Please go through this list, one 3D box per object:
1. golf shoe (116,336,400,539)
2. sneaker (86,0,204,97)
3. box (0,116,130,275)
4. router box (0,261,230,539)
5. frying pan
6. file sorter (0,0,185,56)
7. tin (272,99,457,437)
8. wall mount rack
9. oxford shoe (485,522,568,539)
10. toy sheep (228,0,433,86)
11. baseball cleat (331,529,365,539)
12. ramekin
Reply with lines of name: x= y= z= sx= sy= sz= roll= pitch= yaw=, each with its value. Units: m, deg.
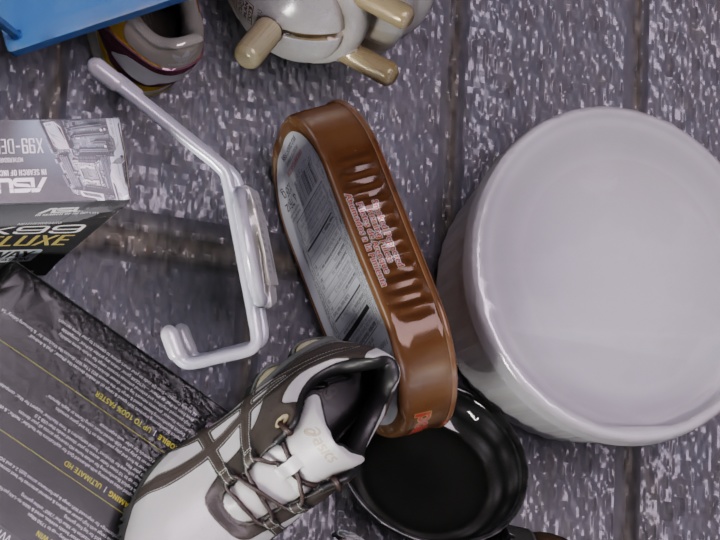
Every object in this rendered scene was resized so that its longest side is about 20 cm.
golf shoe: x=-0.054 y=0.107 z=1.613 sx=0.078 sy=0.094 sz=0.200 roll=45 pitch=65 yaw=-15
sneaker: x=-0.139 y=-0.203 z=1.718 sx=0.075 sy=0.090 sz=0.200 roll=-23 pitch=86 yaw=-27
box: x=-0.241 y=-0.036 z=1.593 sx=0.200 sy=0.158 sz=0.050 roll=-2 pitch=77 yaw=-25
router box: x=-0.154 y=0.113 z=1.647 sx=0.200 sy=0.051 sz=0.149 roll=36 pitch=65 yaw=-13
frying pan: x=0.059 y=0.142 z=1.714 sx=0.115 sy=0.031 sz=0.190 roll=-18 pitch=62 yaw=-29
file sorter: x=-0.165 y=-0.241 z=1.619 sx=0.138 sy=0.123 sz=0.200 roll=-18 pitch=81 yaw=5
tin: x=0.000 y=0.000 z=1.707 sx=0.042 sy=0.112 sz=0.200 roll=-17 pitch=74 yaw=-16
wall mount rack: x=-0.093 y=-0.035 z=1.652 sx=0.074 sy=0.200 sz=0.174 roll=-12 pitch=90 yaw=0
oxford shoe: x=0.111 y=0.248 z=1.717 sx=0.084 sy=0.073 sz=0.200 roll=12 pitch=72 yaw=-22
toy sheep: x=-0.012 y=-0.181 z=1.745 sx=0.138 sy=0.138 sz=0.200 roll=46 pitch=48 yaw=-6
baseball cleat: x=-0.027 y=0.241 z=1.669 sx=0.106 sy=0.070 sz=0.200 roll=26 pitch=57 yaw=-9
ramekin: x=0.137 y=0.012 z=1.778 sx=0.202 sy=0.094 sz=0.203 roll=7 pitch=73 yaw=-22
